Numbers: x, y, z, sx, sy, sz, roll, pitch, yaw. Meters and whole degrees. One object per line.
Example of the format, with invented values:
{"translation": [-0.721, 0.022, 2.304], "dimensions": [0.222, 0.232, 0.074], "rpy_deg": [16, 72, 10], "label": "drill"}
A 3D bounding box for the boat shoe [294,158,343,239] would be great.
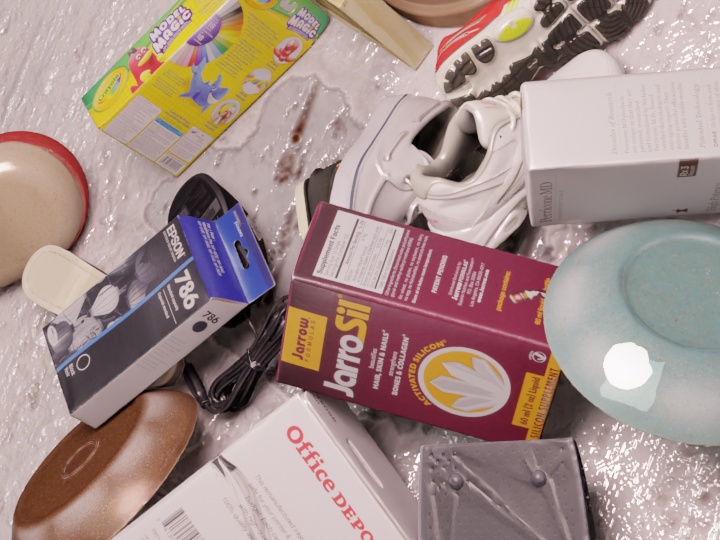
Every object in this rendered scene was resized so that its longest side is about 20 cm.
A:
{"translation": [-0.002, -0.001, 1.345], "dimensions": [0.063, 0.073, 0.203], "rpy_deg": [-31, 55, 28], "label": "boat shoe"}

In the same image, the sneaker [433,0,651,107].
{"translation": [0.140, -0.206, 1.333], "dimensions": [0.199, 0.077, 0.085], "rpy_deg": [-30, 33, 10], "label": "sneaker"}

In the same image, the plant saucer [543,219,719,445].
{"translation": [0.223, 0.026, 1.143], "dimensions": [0.198, 0.039, 0.202], "rpy_deg": [2, 46, -2], "label": "plant saucer"}

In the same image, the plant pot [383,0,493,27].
{"translation": [0.071, -0.311, 1.400], "dimensions": [0.199, 0.093, 0.203], "rpy_deg": [-12, 66, 28], "label": "plant pot"}

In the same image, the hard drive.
{"translation": [0.108, 0.220, 1.192], "dimensions": [0.134, 0.042, 0.203], "rpy_deg": [-6, 85, 30], "label": "hard drive"}

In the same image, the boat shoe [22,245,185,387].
{"translation": [-0.213, 0.045, 1.471], "dimensions": [0.199, 0.059, 0.072], "rpy_deg": [32, 87, 35], "label": "boat shoe"}

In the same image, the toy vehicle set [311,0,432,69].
{"translation": [-0.041, -0.245, 1.426], "dimensions": [0.200, 0.124, 0.027], "rpy_deg": [38, 95, 35], "label": "toy vehicle set"}

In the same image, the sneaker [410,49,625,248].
{"translation": [0.119, -0.102, 1.275], "dimensions": [0.200, 0.100, 0.078], "rpy_deg": [-45, 44, -9], "label": "sneaker"}

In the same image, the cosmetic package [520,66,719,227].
{"translation": [0.211, -0.086, 1.182], "dimensions": [0.197, 0.102, 0.075], "rpy_deg": [-6, 68, 5], "label": "cosmetic package"}

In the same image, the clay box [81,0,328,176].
{"translation": [-0.131, -0.181, 1.466], "dimensions": [0.200, 0.115, 0.048], "rpy_deg": [-43, 55, 11], "label": "clay box"}

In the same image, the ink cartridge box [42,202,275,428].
{"translation": [-0.167, 0.030, 1.383], "dimensions": [0.199, 0.039, 0.100], "rpy_deg": [-38, 50, 12], "label": "ink cartridge box"}

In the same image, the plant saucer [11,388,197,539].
{"translation": [-0.217, 0.163, 1.376], "dimensions": [0.200, 0.037, 0.201], "rpy_deg": [-38, 19, 15], "label": "plant saucer"}

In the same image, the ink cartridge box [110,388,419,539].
{"translation": [-0.066, 0.198, 1.276], "dimensions": [0.199, 0.084, 0.145], "rpy_deg": [-38, 87, 15], "label": "ink cartridge box"}

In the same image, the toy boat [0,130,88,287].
{"translation": [-0.340, -0.066, 1.570], "dimensions": [0.198, 0.131, 0.131], "rpy_deg": [-22, 33, 24], "label": "toy boat"}

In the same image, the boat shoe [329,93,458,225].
{"translation": [0.029, -0.073, 1.314], "dimensions": [0.065, 0.074, 0.201], "rpy_deg": [-2, 43, 23], "label": "boat shoe"}

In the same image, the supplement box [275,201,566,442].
{"translation": [0.048, 0.041, 1.213], "dimensions": [0.198, 0.111, 0.086], "rpy_deg": [15, 43, 5], "label": "supplement box"}

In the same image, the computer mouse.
{"translation": [-0.116, 0.024, 1.433], "dimensions": [0.141, 0.046, 0.201], "rpy_deg": [-55, 50, 24], "label": "computer mouse"}
